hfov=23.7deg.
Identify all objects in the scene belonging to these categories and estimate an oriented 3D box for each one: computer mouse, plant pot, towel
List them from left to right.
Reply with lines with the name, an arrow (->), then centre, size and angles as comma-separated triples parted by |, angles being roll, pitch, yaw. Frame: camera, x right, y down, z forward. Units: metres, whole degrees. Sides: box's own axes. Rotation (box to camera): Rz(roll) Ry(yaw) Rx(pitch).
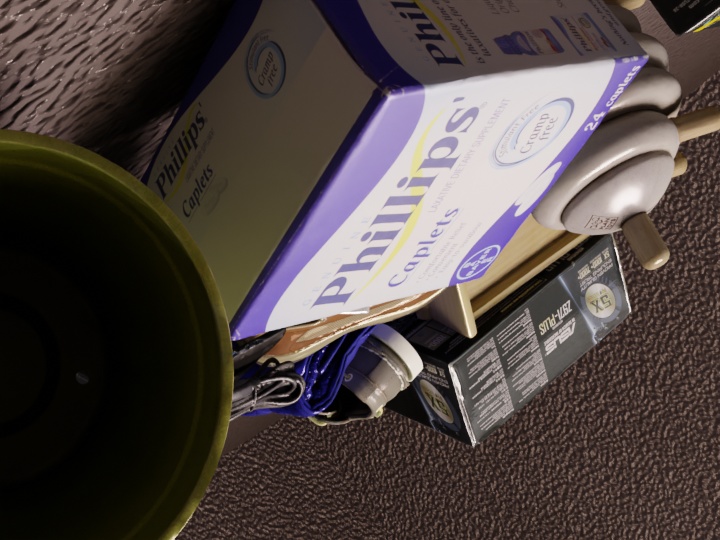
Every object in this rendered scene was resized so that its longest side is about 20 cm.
plant pot -> -0.171, 0.046, 0.787 | 0.199, 0.202, 0.193 | -34, -174, -12
computer mouse -> -0.128, 0.132, 1.208 | 0.109, 0.044, 0.200 | -25, 169, -49
towel -> -0.048, 0.046, 1.334 | 0.148, 0.049, 0.200 | -55, -163, -20

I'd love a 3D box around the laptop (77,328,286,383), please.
laptop -> -0.181, 0.071, 1.167 | 0.199, 0.104, 0.177 | -27, 171, -36

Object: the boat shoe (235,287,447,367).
boat shoe -> 0.000, 0.000, 1.213 | 0.199, 0.076, 0.074 | -32, 161, -11

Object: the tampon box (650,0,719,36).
tampon box -> 0.238, -0.241, 1.052 | 0.149, 0.127, 0.200 | -38, 174, 26

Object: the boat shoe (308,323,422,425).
boat shoe -> -0.022, 0.089, 1.377 | 0.060, 0.072, 0.201 | -48, -167, -24

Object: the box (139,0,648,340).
box -> 0.014, -0.073, 0.879 | 0.199, 0.105, 0.184 | -13, 148, -42

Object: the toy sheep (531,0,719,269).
toy sheep -> 0.129, -0.091, 0.997 | 0.137, 0.201, 0.138 | -25, 157, -12

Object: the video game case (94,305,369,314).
video game case -> -0.106, 0.016, 0.980 | 0.142, 0.018, 0.199 | 3, 177, -33

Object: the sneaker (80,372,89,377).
sneaker -> -0.189, 0.064, 1.263 | 0.079, 0.079, 0.200 | -29, 170, -1

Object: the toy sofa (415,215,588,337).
toy sofa -> 0.117, -0.042, 1.363 | 0.199, 0.084, 0.097 | -35, -143, -25

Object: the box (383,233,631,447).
box -> 0.096, 0.034, 1.421 | 0.199, 0.087, 0.163 | -37, -145, -28
